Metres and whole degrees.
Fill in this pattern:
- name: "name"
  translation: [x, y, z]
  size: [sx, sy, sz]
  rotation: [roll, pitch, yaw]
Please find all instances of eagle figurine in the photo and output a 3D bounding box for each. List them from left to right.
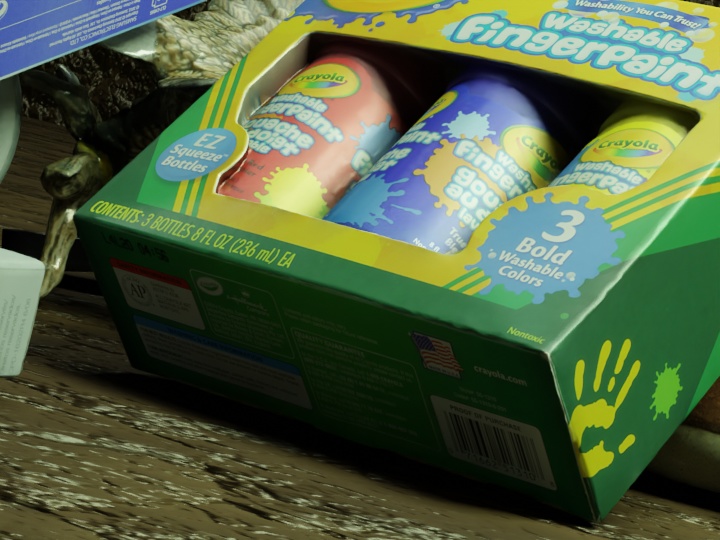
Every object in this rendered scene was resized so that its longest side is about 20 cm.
- name: "eagle figurine"
  translation: [-0.029, -0.060, 1.061]
  size: [0.198, 0.153, 0.151]
  rotation: [-8, -16, 17]

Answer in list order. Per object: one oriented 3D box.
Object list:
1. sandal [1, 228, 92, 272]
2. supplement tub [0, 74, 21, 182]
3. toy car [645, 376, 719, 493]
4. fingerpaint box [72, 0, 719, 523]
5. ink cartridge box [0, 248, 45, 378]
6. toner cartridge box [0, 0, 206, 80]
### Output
- name: "sandal"
  translation: [-0.080, -0.029, 1.201]
  size: [0.199, 0.043, 0.076]
  rotation: [-10, 7, -32]
- name: "supplement tub"
  translation: [-0.215, -0.076, 1.136]
  size: [0.122, 0.124, 0.200]
  rotation: [12, 4, -12]
- name: "toy car"
  translation: [0.173, -0.014, 0.921]
  size: [0.157, 0.202, 0.164]
  rotation: [10, 4, -37]
- name: "fingerpaint box"
  translation: [0.035, -0.023, 0.843]
  size: [0.199, 0.074, 0.167]
  rotation: [16, 49, 38]
- name: "ink cartridge box"
  translation: [-0.222, -0.011, 0.702]
  size: [0.198, 0.041, 0.200]
  rotation: [15, 4, 30]
- name: "toner cartridge box"
  translation: [-0.152, -0.115, 0.970]
  size: [0.095, 0.043, 0.199]
  rotation: [34, 38, 26]
